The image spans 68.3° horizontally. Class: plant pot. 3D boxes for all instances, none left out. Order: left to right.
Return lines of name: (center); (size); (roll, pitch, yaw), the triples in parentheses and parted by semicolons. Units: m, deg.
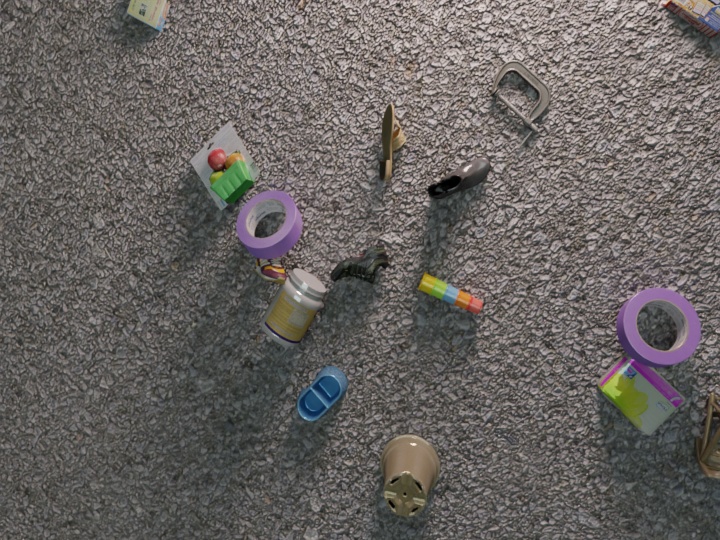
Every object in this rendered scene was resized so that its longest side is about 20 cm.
plant pot: (0.143, 0.639, 1.618); (0.192, 0.183, 0.210); (1, 98, 10)

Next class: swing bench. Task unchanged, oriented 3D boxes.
swing bench: (1.055, 0.476, 1.455); (0.191, 0.130, 0.208); (12, 104, 8)

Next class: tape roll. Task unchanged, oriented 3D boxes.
tape roll: (-0.276, -0.140, 1.611); (0.192, 0.066, 0.207); (-7, 60, 12)
tape roll: (0.811, 0.156, 1.452); (0.191, 0.066, 0.209); (-2, 75, 9)

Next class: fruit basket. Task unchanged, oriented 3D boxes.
fruit basket: (-0.424, -0.326, 1.671); (0.184, 0.093, 0.203); (-39, 73, 13)

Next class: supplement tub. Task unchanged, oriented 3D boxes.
supplement tub: (-0.205, 0.114, 1.640); (0.143, 0.145, 0.204); (34, 102, 5)

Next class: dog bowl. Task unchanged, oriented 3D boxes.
dog bowl: (-0.128, 0.402, 1.709); (0.112, 0.050, 0.200); (45, 102, 3)

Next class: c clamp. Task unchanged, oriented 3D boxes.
c clamp: (0.445, -0.481, 1.503); (0.171, 0.027, 0.201); (-43, 88, 13)

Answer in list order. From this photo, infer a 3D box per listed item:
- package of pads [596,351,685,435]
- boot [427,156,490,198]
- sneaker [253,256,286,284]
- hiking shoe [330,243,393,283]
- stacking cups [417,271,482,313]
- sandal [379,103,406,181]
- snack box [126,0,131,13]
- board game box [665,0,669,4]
package of pads: (0.794, 0.348, 1.516); (0.199, 0.068, 0.156); (42, 102, 4)
boot: (0.285, -0.257, 1.507); (0.196, 0.132, 0.071); (-32, 90, 13)
sneaker: (-0.270, -0.023, 1.621); (0.073, 0.198, 0.093); (18, 94, -34)
hiking shoe: (0.000, 0.000, 1.622); (0.195, 0.076, 0.104); (-27, 88, 12)
stacking cups: (0.270, 0.073, 1.595); (0.194, 0.061, 0.062); (25, 101, 2)
sandal: (0.102, -0.376, 1.573); (0.067, 0.077, 0.221); (0, 106, -21)
snack box: (-0.642, -0.874, 1.658); (0.113, 0.037, 0.206); (27, 101, 7)
board game box: (0.917, -0.741, 1.370); (0.150, 0.046, 0.203); (36, 102, 5)
